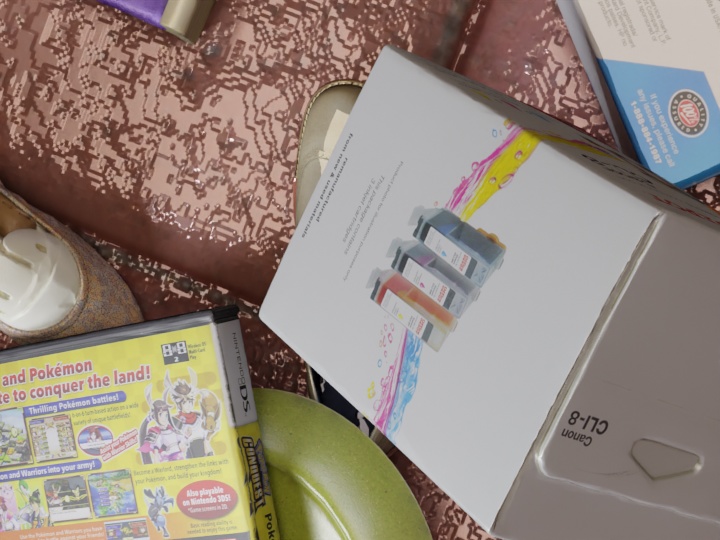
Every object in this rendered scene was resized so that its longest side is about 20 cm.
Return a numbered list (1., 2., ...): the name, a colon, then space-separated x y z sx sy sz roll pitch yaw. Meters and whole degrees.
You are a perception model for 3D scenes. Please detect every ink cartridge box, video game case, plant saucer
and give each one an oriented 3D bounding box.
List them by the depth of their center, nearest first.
1. ink cartridge box: 0.081 0.017 0.736 0.200 0.144 0.146 40 107 48
2. ink cartridge box: 0.207 -0.139 0.837 0.198 0.084 0.147 -23 88 4
3. plant saucer: -0.052 0.161 0.844 0.198 0.031 0.203 5 99 30
4. video game case: -0.128 0.123 0.852 0.198 0.025 0.183 -11 90 32

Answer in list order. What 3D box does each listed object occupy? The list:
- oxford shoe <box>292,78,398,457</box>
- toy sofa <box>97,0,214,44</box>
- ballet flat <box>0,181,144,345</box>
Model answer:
1. oxford shoe: 0.000 0.000 0.860 0.070 0.074 0.203 -6 89 5
2. toy sofa: -0.162 -0.197 0.867 0.198 0.098 0.084 24 91 4
3. ballet flat: -0.200 -0.015 0.883 0.199 0.067 0.068 39 93 4
